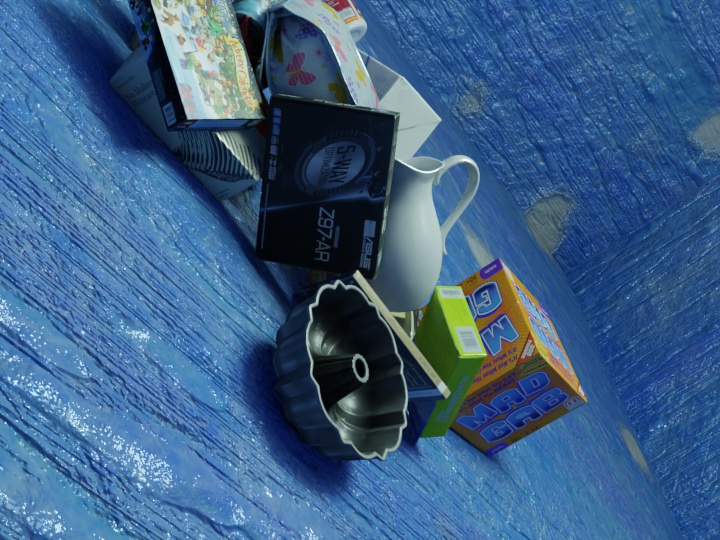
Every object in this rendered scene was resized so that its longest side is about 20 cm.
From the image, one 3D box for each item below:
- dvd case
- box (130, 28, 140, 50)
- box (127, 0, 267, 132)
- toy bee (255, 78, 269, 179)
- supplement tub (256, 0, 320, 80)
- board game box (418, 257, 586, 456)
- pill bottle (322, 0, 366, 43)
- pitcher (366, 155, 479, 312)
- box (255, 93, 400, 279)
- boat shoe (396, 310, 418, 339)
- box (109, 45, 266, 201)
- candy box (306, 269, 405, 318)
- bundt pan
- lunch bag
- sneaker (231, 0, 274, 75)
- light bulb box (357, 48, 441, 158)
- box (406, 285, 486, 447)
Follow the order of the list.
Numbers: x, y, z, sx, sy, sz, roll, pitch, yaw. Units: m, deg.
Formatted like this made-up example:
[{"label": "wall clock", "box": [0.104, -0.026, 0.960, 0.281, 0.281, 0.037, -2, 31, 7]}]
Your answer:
[{"label": "dvd case", "box": [0.012, 0.092, 1.128, 0.201, 0.148, 0.016, 52, 58, -15]}, {"label": "box", "box": [-0.213, -0.364, 1.133, 0.093, 0.201, 0.079, 23, 30, -21]}, {"label": "box", "box": [-0.192, -0.264, 1.015, 0.135, 0.037, 0.205, -14, 85, -54]}, {"label": "toy bee", "box": [-0.136, -0.163, 1.211, 0.129, 0.108, 0.205, -20, 100, -34]}, {"label": "supplement tub", "box": [-0.148, -0.343, 1.301, 0.123, 0.198, 0.123, 48, 18, -22]}, {"label": "board game box", "box": [0.225, 0.149, 1.477, 0.200, 0.198, 0.203, 40, 25, -43]}, {"label": "pill bottle", "box": [-0.076, -0.656, 2.174, 0.203, 0.112, 0.113, 60, 18, 9]}, {"label": "pitcher", "box": [0.075, -0.055, 1.164, 0.167, 0.205, 0.121, -1, 19, -20]}, {"label": "box", "box": [-0.042, -0.103, 1.078, 0.044, 0.156, 0.205, -52, 152, -72]}, {"label": "boat shoe", "box": [0.065, 0.077, 1.375, 0.063, 0.074, 0.203, 38, 20, -27]}, {"label": "box", "box": [-0.201, -0.186, 1.066, 0.200, 0.081, 0.069, 47, 42, -26]}, {"label": "candy box", "box": [0.000, 0.000, 1.255, 0.199, 0.054, 0.119, 16, 75, -57]}, {"label": "bundt pan", "box": [-0.029, 0.120, 0.993, 0.201, 0.075, 0.206, 38, 42, -45]}, {"label": "lunch bag", "box": [-0.060, -0.256, 1.154, 0.170, 0.125, 0.204, -73, 142, -68]}, {"label": "sneaker", "box": [-0.154, -0.310, 1.181, 0.078, 0.199, 0.097, 27, 65, -15]}, {"label": "light bulb box", "box": [-0.016, -0.230, 1.390, 0.124, 0.199, 0.200, 38, 3, -45]}, {"label": "box", "box": [0.105, 0.135, 1.208, 0.046, 0.202, 0.124, 1, 46, -19]}]
